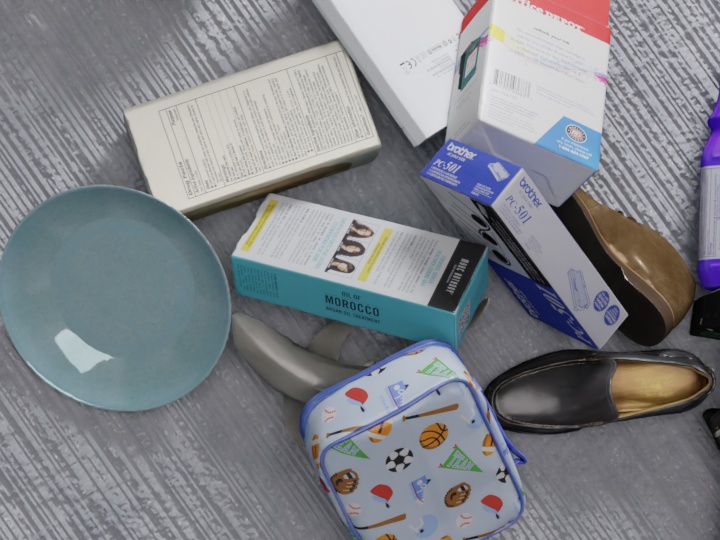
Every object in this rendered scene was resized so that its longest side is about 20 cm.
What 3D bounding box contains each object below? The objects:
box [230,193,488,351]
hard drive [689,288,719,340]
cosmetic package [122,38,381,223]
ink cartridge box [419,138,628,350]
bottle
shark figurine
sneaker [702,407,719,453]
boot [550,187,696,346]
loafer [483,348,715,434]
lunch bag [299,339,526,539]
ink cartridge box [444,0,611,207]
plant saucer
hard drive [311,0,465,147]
[{"bbox_3d":[0.000,0.000,1.582,0.200,0.049,0.082,15,49,17],"label":"box"},{"bbox_3d":[0.368,0.039,1.587,0.139,0.200,0.038,10,81,-4],"label":"hard drive"},{"bbox_3d":[-0.093,-0.114,1.621,0.200,0.071,0.105,-17,84,-7],"label":"cosmetic package"},{"bbox_3d":[0.137,-0.021,1.570,0.044,0.094,0.200,-50,131,-11],"label":"ink cartridge box"},{"bbox_3d":[0.333,-0.080,1.655,0.083,0.065,0.200,8,81,-48],"label":"bottle"},{"bbox_3d":[0.006,0.086,1.600,0.214,0.089,0.128,-8,99,-11],"label":"shark figurine"},{"bbox_3d":[0.333,0.154,1.638,0.087,0.074,0.200,16,97,19],"label":"sneaker"},{"bbox_3d":[0.210,-0.028,1.657,0.200,0.074,0.075,48,52,5],"label":"boot"},{"bbox_3d":[0.205,0.099,1.629,0.200,0.072,0.073,-10,86,-6],"label":"loafer"},{"bbox_3d":[0.049,0.158,1.564,0.160,0.076,0.200,-29,130,-4],"label":"lunch bag"},{"bbox_3d":[0.145,-0.167,1.619,0.116,0.067,0.200,22,54,-16],"label":"ink cartridge box"},{"bbox_3d":[-0.202,0.019,1.589,0.201,0.039,0.201,3,111,9],"label":"plant saucer"},{"bbox_3d":[0.032,-0.214,1.633,0.132,0.027,0.200,-33,88,-44],"label":"hard drive"}]
